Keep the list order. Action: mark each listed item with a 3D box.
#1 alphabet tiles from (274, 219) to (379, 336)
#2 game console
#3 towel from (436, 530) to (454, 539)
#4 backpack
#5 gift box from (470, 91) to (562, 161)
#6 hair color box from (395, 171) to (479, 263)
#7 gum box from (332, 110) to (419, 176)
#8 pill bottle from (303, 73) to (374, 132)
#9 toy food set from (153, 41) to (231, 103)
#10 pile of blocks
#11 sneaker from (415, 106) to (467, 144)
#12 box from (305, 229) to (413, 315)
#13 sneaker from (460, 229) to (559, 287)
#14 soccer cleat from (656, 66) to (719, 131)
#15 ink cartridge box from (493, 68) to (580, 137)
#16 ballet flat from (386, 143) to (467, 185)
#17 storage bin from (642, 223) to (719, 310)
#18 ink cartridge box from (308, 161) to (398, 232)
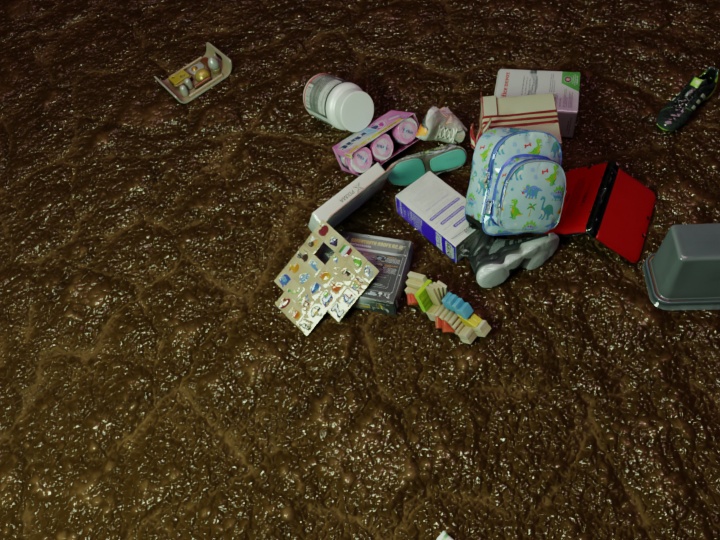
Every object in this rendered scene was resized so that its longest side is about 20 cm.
[{"bbox_3d":[-0.082,0.025,1.289,0.167,0.008,0.201,41,96,16],"label":"alphabet tiles"},{"bbox_3d":[0.511,-0.120,1.341,0.170,0.119,0.202,-5,46,47],"label":"game console"},{"bbox_3d":[0.158,0.522,0.951,0.199,0.024,0.152,35,67,29],"label":"towel"},{"bbox_3d":[0.312,-0.174,1.228,0.179,0.205,0.147,-2,16,-19],"label":"backpack"},{"bbox_3d":[0.337,-0.288,1.385,0.182,0.202,0.187,-3,49,10],"label":"gift box"},{"bbox_3d":[0.180,-0.121,1.375,0.109,0.065,0.200,-35,55,-16],"label":"hair color box"},{"bbox_3d":[0.036,-0.304,1.501,0.198,0.067,0.113,-35,28,-13],"label":"gum box"},{"bbox_3d":[-0.054,-0.418,1.563,0.113,0.115,0.200,-34,38,-14],"label":"pill bottle"},{"bbox_3d":[-0.488,-0.581,1.822,0.199,0.061,0.143,-38,58,-17],"label":"toy food set"},{"bbox_3d":[0.158,0.077,1.227,0.198,0.083,0.062,32,65,28],"label":"pile of blocks"},{"bbox_3d":[0.199,-0.333,1.468,0.091,0.076,0.200,35,32,12],"label":"sneaker"},{"bbox_3d":[0.000,0.000,1.331,0.196,0.049,0.161,9,57,16],"label":"box"},{"bbox_3d":[0.305,-0.051,1.295,0.197,0.076,0.115,-25,51,-10],"label":"sneaker"},{"bbox_3d":[0.758,-0.400,1.453,0.199,0.082,0.067,-40,58,-18],"label":"soccer cleat"},{"bbox_3d":[0.424,-0.408,1.518,0.196,0.084,0.149,8,57,15],"label":"ink cartridge box"},{"bbox_3d":[0.151,-0.250,1.479,0.196,0.073,0.073,-15,53,-1],"label":"ballet flat"},{"bbox_3d":[0.653,-0.025,1.176,0.195,0.135,0.148,-1,55,8],"label":"storage bin"},{"bbox_3d":[-0.020,-0.166,1.376,0.199,0.176,0.045,-40,87,-18],"label":"ink cartridge box"}]
